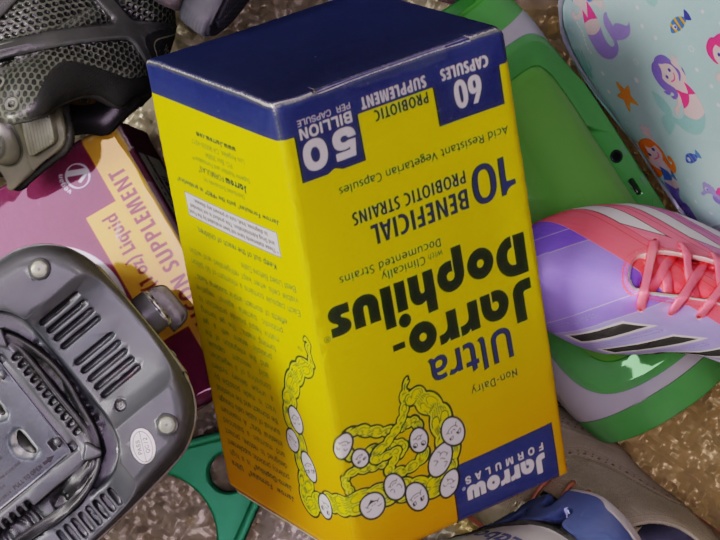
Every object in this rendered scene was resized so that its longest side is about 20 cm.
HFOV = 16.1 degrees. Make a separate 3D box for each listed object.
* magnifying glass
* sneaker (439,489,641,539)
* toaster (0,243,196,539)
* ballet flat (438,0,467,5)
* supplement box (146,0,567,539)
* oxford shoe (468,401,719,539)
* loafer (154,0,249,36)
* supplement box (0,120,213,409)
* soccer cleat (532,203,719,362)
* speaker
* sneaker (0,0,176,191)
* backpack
[{"bbox_3d":[-0.055,0.089,1.191,0.200,0.022,0.080,-41,86,3],"label":"magnifying glass"},{"bbox_3d":[0.017,0.158,1.105,0.199,0.115,0.081,-27,85,32],"label":"sneaker"},{"bbox_3d":[-0.154,0.076,1.038,0.200,0.129,0.114,-41,89,2],"label":"toaster"},{"bbox_3d":[0.030,-0.220,1.150,0.069,0.071,0.200,-10,88,4],"label":"ballet flat"},{"bbox_3d":[0.000,0.000,1.051,0.109,0.109,0.200,-22,115,-26],"label":"supplement box"},{"bbox_3d":[0.102,0.106,1.152,0.200,0.074,0.071,30,90,4],"label":"oxford shoe"},{"bbox_3d":[-0.031,-0.193,1.040,0.063,0.072,0.200,33,93,6],"label":"loafer"},{"bbox_3d":[-0.157,0.037,1.155,0.200,0.103,0.131,-31,89,3],"label":"supplement box"},{"bbox_3d":[0.160,0.015,1.076,0.200,0.076,0.067,15,85,-16],"label":"soccer cleat"},{"bbox_3d":[0.084,-0.025,1.137,0.088,0.088,0.200,-33,99,2],"label":"speaker"},{"bbox_3d":[-0.176,-0.103,1.070,0.199,0.076,0.114,13,67,-17],"label":"sneaker"},{"bbox_3d":[0.176,-0.127,1.101,0.150,0.178,0.200,-25,81,-33],"label":"backpack"}]
